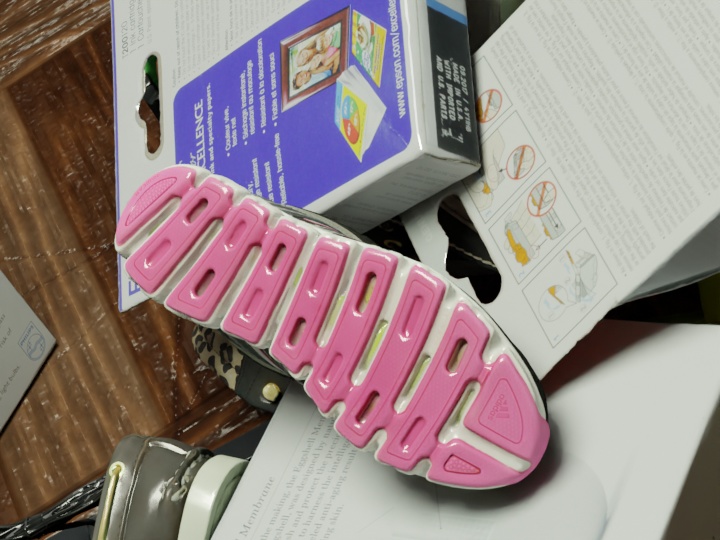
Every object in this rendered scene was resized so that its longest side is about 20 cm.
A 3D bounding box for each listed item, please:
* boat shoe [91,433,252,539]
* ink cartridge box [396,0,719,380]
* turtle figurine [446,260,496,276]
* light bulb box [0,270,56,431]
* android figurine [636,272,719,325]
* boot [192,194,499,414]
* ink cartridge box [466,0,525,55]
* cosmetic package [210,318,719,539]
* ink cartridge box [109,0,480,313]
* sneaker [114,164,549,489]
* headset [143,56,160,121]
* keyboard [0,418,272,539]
[{"bbox_3d":[-0.096,0.170,1.008,0.060,0.072,0.202,15,91,21],"label":"boat shoe"},{"bbox_3d":[0.109,-0.053,0.966,0.200,0.050,0.163,-48,43,22],"label":"ink cartridge box"},{"bbox_3d":[0.161,-0.048,1.103,0.194,0.201,0.144,39,45,24],"label":"turtle figurine"},{"bbox_3d":[-0.301,0.011,1.236,0.197,0.200,0.125,6,54,36],"label":"light bulb box"},{"bbox_3d":[0.199,-0.004,0.981,0.199,0.183,0.041,-5,10,31],"label":"android figurine"},{"bbox_3d":[0.000,0.000,1.108,0.200,0.073,0.151,31,112,37],"label":"boot"},{"bbox_3d":[0.058,-0.163,1.186,0.128,0.126,0.200,26,53,25],"label":"ink cartridge box"},{"bbox_3d":[0.052,0.129,0.965,0.199,0.123,0.200,5,54,34],"label":"cosmetic package"},{"bbox_3d":[-0.035,-0.098,1.073,0.199,0.043,0.199,-26,58,39],"label":"ink cartridge box"},{"bbox_3d":[-0.001,0.022,0.957,0.199,0.087,0.074,29,95,25],"label":"sneaker"},{"bbox_3d":[-0.052,-0.107,1.273,0.123,0.094,0.200,-34,58,-1],"label":"headset"},{"bbox_3d":[-0.113,0.115,1.082,0.199,0.127,0.021,-29,66,4],"label":"keyboard"}]
